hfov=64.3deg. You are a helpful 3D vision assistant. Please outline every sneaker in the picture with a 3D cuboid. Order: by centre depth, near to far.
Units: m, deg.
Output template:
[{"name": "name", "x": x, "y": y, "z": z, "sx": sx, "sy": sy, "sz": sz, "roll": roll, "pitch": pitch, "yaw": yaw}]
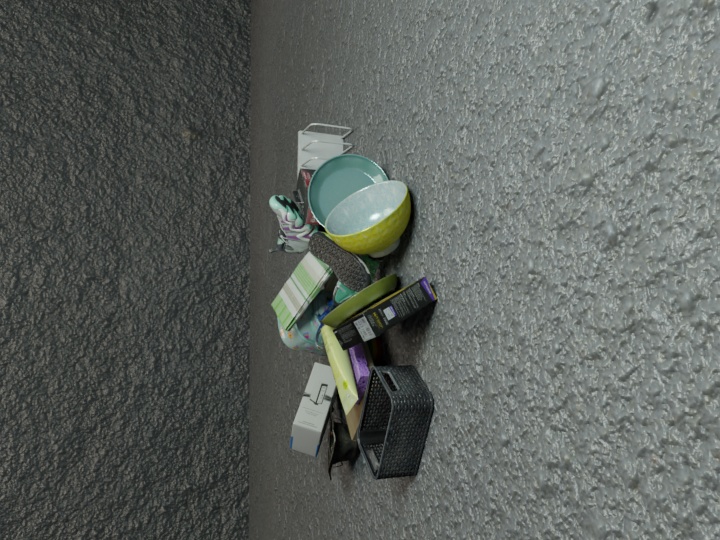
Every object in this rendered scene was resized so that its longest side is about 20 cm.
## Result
[{"name": "sneaker", "x": -0.033, "y": -0.029, "z": 1.295, "sx": 0.200, "sy": 0.082, "sz": 0.072, "roll": 43, "pitch": 116, "yaw": 27}, {"name": "sneaker", "x": 0.000, "y": 0.000, "z": 1.374, "sx": 0.201, "sy": 0.074, "sz": 0.088, "roll": -54, "pitch": 14, "yaw": 4}, {"name": "sneaker", "x": -0.193, "y": -0.098, "z": 1.462, "sx": 0.139, "sy": 0.199, "sz": 0.078, "roll": -39, "pitch": 46, "yaw": 16}]

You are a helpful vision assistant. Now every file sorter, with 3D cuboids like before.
[{"name": "file sorter", "x": -0.096, "y": -0.302, "z": 1.622, "sx": 0.124, "sy": 0.136, "sz": 0.205, "roll": 172, "pitch": 99, "yaw": -67}]

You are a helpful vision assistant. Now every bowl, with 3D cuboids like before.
[{"name": "bowl", "x": 0.031, "y": -0.094, "z": 1.244, "sx": 0.109, "sy": 0.198, "sz": 0.200, "roll": 62, "pitch": 175, "yaw": -29}]

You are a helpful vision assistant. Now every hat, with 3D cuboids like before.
[{"name": "hat", "x": -0.045, "y": 0.454, "z": 1.502, "sx": 0.201, "sy": 0.079, "sz": 0.205, "roll": -176, "pitch": 90, "yaw": -86}]

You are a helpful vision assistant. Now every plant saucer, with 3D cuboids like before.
[{"name": "plant saucer", "x": 0.004, "y": 0.074, "z": 1.266, "sx": 0.031, "sy": 0.198, "sz": 0.200, "roll": 58, "pitch": 152, "yaw": 9}, {"name": "plant saucer", "x": -0.025, "y": -0.174, "z": 1.350, "sx": 0.036, "sy": 0.196, "sz": 0.204, "roll": 96, "pitch": 171, "yaw": -76}]

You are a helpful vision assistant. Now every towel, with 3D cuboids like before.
[{"name": "towel", "x": -0.150, "y": 0.046, "z": 1.482, "sx": 0.201, "sy": 0.030, "sz": 0.149, "roll": -54, "pitch": 32, "yaw": 7}]

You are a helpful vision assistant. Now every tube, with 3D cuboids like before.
[{"name": "tube", "x": -0.044, "y": 0.214, "z": 1.283, "sx": 0.058, "sy": 0.051, "sz": 0.203, "roll": 54, "pitch": -165, "yaw": -56}]

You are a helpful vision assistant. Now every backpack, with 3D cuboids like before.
[{"name": "backpack", "x": -0.123, "y": 0.134, "z": 1.569, "sx": 0.153, "sy": 0.197, "sz": 0.179, "roll": -30, "pitch": 58, "yaw": 47}]

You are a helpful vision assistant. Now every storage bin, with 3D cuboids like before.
[{"name": "storage bin", "x": 0.068, "y": 0.311, "z": 1.180, "sx": 0.135, "sy": 0.092, "sz": 0.204, "roll": -126, "pitch": 41, "yaw": -59}]

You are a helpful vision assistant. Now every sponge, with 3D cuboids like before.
[{"name": "sponge", "x": -0.025, "y": 0.199, "z": 1.338, "sx": 0.202, "sy": 0.029, "sz": 0.113, "roll": -107, "pitch": 27, "yaw": -43}]

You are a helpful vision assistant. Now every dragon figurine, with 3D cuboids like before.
[{"name": "dragon figurine", "x": -0.062, "y": 0.101, "z": 1.460, "sx": 0.099, "sy": 0.059, "sz": 0.201, "roll": -34, "pitch": 19, "yaw": 52}]

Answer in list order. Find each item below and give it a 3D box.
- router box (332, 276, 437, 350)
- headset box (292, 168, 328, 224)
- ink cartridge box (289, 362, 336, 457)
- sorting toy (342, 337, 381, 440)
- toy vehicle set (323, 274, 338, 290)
[{"name": "router box", "x": 0.044, "y": 0.091, "z": 1.163, "sx": 0.053, "sy": 0.156, "sz": 0.200, "roll": 60, "pitch": 155, "yaw": 3}, {"name": "headset box", "x": -0.073, "y": -0.185, "z": 1.455, "sx": 0.150, "sy": 0.196, "sz": 0.076, "roll": -112, "pitch": 31, "yaw": -46}, {"name": "ink cartridge box", "x": -0.123, "y": 0.382, "z": 1.581, "sx": 0.147, "sy": 0.083, "sz": 0.202, "roll": 102, "pitch": -175, "yaw": -46}, {"name": "sorting toy", "x": 0.012, "y": 0.261, "z": 1.373, "sx": 0.202, "sy": 0.068, "sz": 0.201, "roll": -109, "pitch": 29, "yaw": -45}, {"name": "toy vehicle set", "x": -0.084, "y": -0.065, "z": 1.532, "sx": 0.125, "sy": 0.026, "sz": 0.203, "roll": 118, "pitch": 147, "yaw": -54}]
